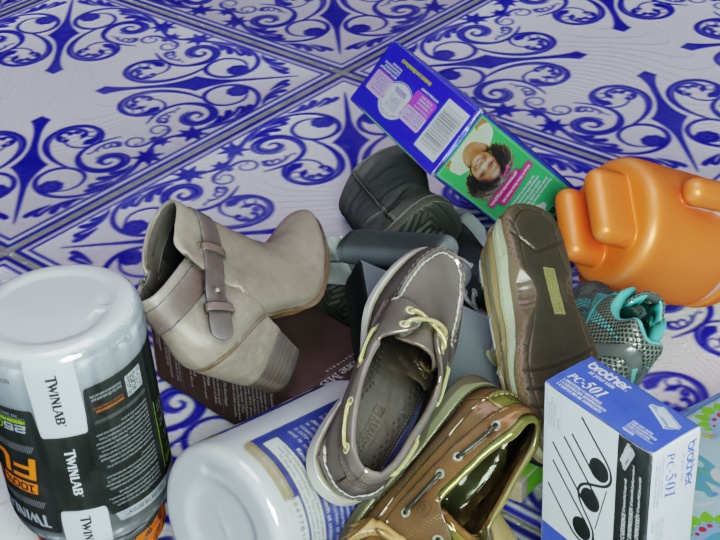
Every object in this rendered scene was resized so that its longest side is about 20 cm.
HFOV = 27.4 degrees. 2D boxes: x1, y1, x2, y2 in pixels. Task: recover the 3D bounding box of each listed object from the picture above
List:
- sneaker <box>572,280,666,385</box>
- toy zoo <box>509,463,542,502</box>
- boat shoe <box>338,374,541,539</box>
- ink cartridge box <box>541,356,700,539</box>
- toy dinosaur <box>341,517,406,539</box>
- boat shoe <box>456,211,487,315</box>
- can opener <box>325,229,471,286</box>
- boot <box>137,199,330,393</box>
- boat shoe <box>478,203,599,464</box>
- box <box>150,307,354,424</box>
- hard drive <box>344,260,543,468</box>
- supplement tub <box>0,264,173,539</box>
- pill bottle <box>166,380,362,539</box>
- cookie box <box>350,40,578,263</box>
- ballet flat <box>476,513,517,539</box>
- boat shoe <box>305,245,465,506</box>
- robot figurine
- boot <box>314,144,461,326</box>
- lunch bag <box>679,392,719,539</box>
[{"bbox_3d":[0.200,0.047,1.144,0.078,0.091,0.200,42,21,-9],"label":"sneaker"},{"bbox_3d":[0.125,0.103,1.199,0.130,0.021,0.200,19,38,30],"label":"toy zoo"},{"bbox_3d":[0.047,0.165,0.975,0.072,0.201,0.068,29,0,-40],"label":"boat shoe"},{"bbox_3d":[0.160,0.164,0.934,0.044,0.201,0.094,-23,37,-29],"label":"ink cartridge box"},{"bbox_3d":[0.030,0.208,0.934,0.199,0.107,0.060,-35,8,12],"label":"toy dinosaur"},{"bbox_3d":[0.112,0.013,1.289,0.060,0.076,0.200,-36,23,-1],"label":"boat shoe"},{"bbox_3d":[0.000,0.000,1.204,0.199,0.053,0.067,1,43,41],"label":"can opener"},{"bbox_3d":[-0.098,-0.006,1.126,0.070,0.146,0.201,-27,39,32],"label":"boot"},{"bbox_3d":[0.122,0.054,1.065,0.071,0.076,0.201,13,55,-24],"label":"boat shoe"},{"bbox_3d":[-0.073,0.077,1.211,0.199,0.075,0.100,27,43,36],"label":"box"},{"bbox_3d":[0.083,0.076,1.103,0.199,0.033,0.140,23,28,-19],"label":"hard drive"},{"bbox_3d":[-0.201,0.108,1.054,0.121,0.201,0.123,-4,32,3],"label":"supplement tub"},{"bbox_3d":[-0.027,0.146,1.046,0.119,0.121,0.199,25,32,36],"label":"pill bottle"},{"bbox_3d":[0.109,-0.104,1.364,0.075,0.200,0.171,-51,39,8],"label":"cookie box"},{"bbox_3d":[0.090,0.227,0.986,0.063,0.069,0.201,25,32,-17],"label":"ballet flat"},{"bbox_3d":[0.029,0.062,0.981,0.072,0.059,0.201,35,59,-13],"label":"boat shoe"},{"bbox_3d":[0.260,-0.030,1.277,0.199,0.145,0.117,11,22,-31],"label":"robot figurine"},{"bbox_3d":[0.003,-0.037,1.376,0.181,0.073,0.200,-34,27,-2],"label":"boot"},{"bbox_3d":[0.256,0.164,1.028,0.199,0.083,0.160,-21,36,-31],"label":"lunch bag"}]
